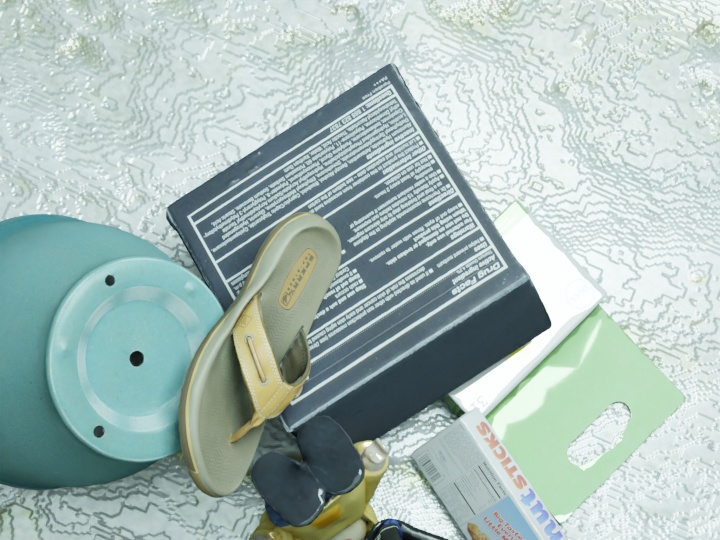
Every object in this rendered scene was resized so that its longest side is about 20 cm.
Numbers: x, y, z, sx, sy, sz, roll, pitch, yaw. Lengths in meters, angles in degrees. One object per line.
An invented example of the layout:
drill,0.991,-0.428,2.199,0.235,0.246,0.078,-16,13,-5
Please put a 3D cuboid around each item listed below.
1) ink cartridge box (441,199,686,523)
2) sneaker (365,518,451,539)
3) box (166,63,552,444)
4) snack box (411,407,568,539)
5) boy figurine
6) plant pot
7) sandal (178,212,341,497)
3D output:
ink cartridge box,0.134,0.069,1.392,0.145,0.048,0.200,-43,82,-9
sneaker,0.010,0.236,1.305,0.198,0.081,0.116,-21,122,5
box,0.000,0.000,1.323,0.199,0.123,0.199,-32,65,2
snack box,0.117,0.201,1.355,0.024,0.072,0.201,-28,81,-42
boy figurine,-0.030,0.167,1.288,0.124,0.200,0.065,-37,68,-10
plant pot,-0.185,0.058,1.270,0.198,0.187,0.202,1,89,-31
sandal,-0.058,0.054,1.208,0.054,0.080,0.201,13,70,41
